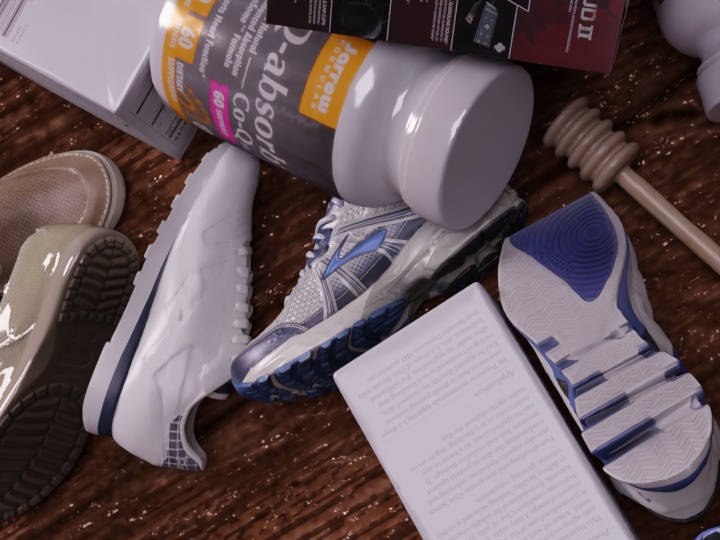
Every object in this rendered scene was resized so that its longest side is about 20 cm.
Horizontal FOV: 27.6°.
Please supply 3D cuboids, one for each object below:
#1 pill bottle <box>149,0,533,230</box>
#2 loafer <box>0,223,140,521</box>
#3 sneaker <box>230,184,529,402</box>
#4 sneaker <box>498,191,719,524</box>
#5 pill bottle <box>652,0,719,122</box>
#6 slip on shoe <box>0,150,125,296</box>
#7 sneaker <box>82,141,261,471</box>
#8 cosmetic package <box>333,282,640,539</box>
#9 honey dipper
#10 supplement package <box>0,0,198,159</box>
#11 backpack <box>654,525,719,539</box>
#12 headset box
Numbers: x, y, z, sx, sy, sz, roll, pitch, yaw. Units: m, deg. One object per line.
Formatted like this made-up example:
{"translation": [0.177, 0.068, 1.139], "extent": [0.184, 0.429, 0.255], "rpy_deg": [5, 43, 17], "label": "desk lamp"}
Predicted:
{"translation": [-0.011, -0.105, 0.817], "extent": [0.199, 0.116, 0.117], "rpy_deg": [27, 88, 26], "label": "pill bottle"}
{"translation": [-0.200, 0.059, 0.898], "extent": [0.068, 0.075, 0.201], "rpy_deg": [31, 96, 42], "label": "loafer"}
{"translation": [0.000, 0.000, 0.865], "extent": [0.199, 0.077, 0.085], "rpy_deg": [-37, 66, -3], "label": "sneaker"}
{"translation": [0.143, 0.064, 0.810], "extent": [0.080, 0.115, 0.200], "rpy_deg": [-25, 47, 7], "label": "sneaker"}
{"translation": [0.211, -0.191, 0.817], "extent": [0.111, 0.112, 0.202], "rpy_deg": [-13, 78, 11], "label": "pill bottle"}
{"translation": [-0.244, -0.019, 0.926], "extent": [0.198, 0.061, 0.077], "rpy_deg": [-21, 76, 10], "label": "slip on shoe"}
{"translation": [-0.095, 0.020, 0.885], "extent": [0.080, 0.076, 0.202], "rpy_deg": [22, 93, 8], "label": "sneaker"}
{"translation": [0.080, 0.120, 0.818], "extent": [0.101, 0.071, 0.201], "rpy_deg": [-31, 75, 7], "label": "cosmetic package"}
{"translation": [0.187, -0.020, 0.834], "extent": [0.038, 0.038, 0.200], "rpy_deg": [-46, 76, 3], "label": "honey dipper"}
{"translation": [-0.172, -0.191, 0.911], "extent": [0.199, 0.111, 0.157], "rpy_deg": [29, 88, 18], "label": "supplement package"}
{"translation": [0.251, 0.217, 0.719], "extent": [0.198, 0.154, 0.193], "rpy_deg": [-9, 70, 18], "label": "backpack"}
{"translation": [0.061, -0.180, 0.768], "extent": [0.198, 0.149, 0.078], "rpy_deg": [9, 128, 2], "label": "headset box"}
